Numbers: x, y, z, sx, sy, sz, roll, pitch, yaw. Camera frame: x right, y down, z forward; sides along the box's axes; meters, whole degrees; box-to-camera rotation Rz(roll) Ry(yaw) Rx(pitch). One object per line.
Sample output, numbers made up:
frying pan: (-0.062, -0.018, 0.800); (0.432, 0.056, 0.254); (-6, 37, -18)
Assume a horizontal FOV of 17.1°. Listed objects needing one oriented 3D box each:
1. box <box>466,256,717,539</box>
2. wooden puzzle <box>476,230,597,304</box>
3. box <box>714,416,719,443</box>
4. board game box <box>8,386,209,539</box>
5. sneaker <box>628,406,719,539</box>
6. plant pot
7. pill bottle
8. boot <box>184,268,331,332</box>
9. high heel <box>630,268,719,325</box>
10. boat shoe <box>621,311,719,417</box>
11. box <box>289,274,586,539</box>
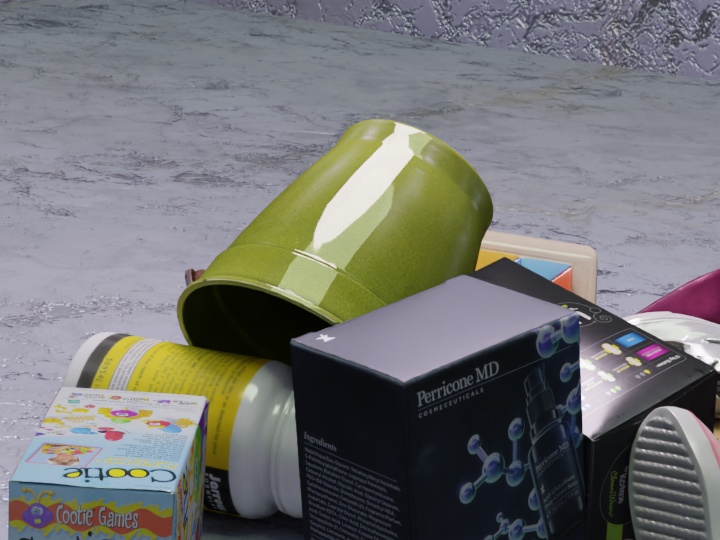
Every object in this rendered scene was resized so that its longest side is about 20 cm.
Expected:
box: (0.121, 0.108, 1.593); (0.124, 0.149, 0.200); (-25, 39, -35)
wooden puzzle: (0.098, 0.045, 1.902); (0.184, 0.037, 0.201); (9, 57, -7)
box: (0.233, 0.115, 1.768); (0.199, 0.021, 0.163); (5, 11, 13)
board game box: (-0.159, 0.154, 1.535); (0.104, 0.104, 0.200); (4, 13, 2)
sneaker: (0.237, 0.176, 1.456); (0.104, 0.075, 0.201); (2, 55, -34)
plant pot: (0.000, 0.000, 1.748); (0.199, 0.201, 0.193); (12, 57, 33)
pill bottle: (-0.105, 0.113, 1.695); (0.199, 0.115, 0.114); (9, 15, 22)
boot: (-0.020, 0.025, 1.867); (0.199, 0.064, 0.187); (-32, 61, 0)
high heel: (0.182, 0.038, 1.838); (0.199, 0.097, 0.067); (4, 9, 0)
boat shoe: (0.262, 0.078, 1.754); (0.199, 0.072, 0.069); (12, 8, -9)
box: (0.050, 0.125, 1.459); (0.148, 0.201, 0.107); (-20, 25, -37)
